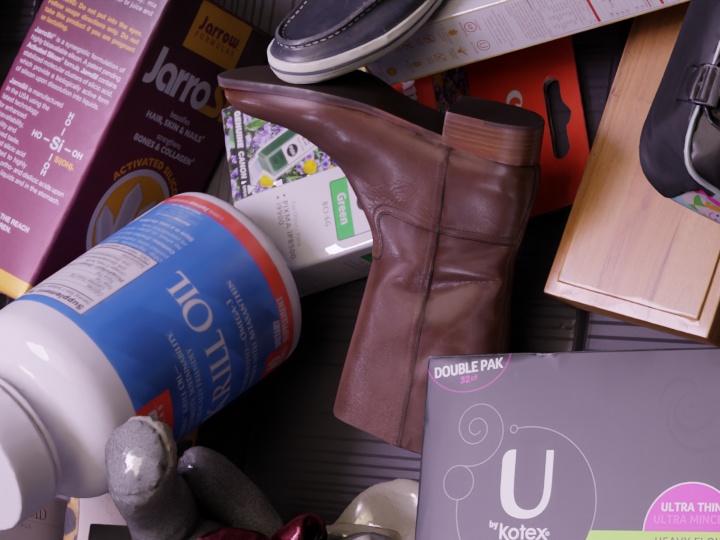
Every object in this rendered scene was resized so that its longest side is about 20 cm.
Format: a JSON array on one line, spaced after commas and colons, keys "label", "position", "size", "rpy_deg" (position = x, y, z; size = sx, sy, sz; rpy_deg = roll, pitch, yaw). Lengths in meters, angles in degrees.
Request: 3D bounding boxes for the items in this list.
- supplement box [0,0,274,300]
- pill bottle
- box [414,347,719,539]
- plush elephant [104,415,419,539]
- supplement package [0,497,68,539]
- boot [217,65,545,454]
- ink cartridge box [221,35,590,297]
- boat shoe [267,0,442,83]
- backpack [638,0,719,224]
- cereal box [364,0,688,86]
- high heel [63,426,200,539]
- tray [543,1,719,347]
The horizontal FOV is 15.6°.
[{"label": "supplement box", "position": [-0.147, -0.074, 1.505], "size": [0.086, 0.110, 0.200], "rpy_deg": [26, 91, 32]}, {"label": "pill bottle", "position": [-0.134, 0.051, 1.385], "size": [0.112, 0.112, 0.200], "rpy_deg": [25, 46, 33]}, {"label": "box", "position": [0.142, 0.120, 1.274], "size": [0.200, 0.124, 0.149], "rpy_deg": [-3, 76, 31]}, {"label": "plush elephant", "position": [-0.034, 0.170, 1.353], "size": [0.155, 0.200, 0.165], "rpy_deg": [-8, 70, 6]}, {"label": "supplement package", "position": [-0.232, 0.224, 1.468], "size": [0.120, 0.121, 0.200], "rpy_deg": [-7, 74, 29]}, {"label": "boot", "position": [0.000, 0.000, 1.382], "size": [0.186, 0.064, 0.200], "rpy_deg": [15, 110, 21]}, {"label": "ink cartridge box", "position": [0.024, -0.064, 1.436], "size": [0.200, 0.050, 0.109], "rpy_deg": [-18, 68, 26]}, {"label": "boat shoe", "position": [0.024, -0.173, 1.359], "size": [0.200, 0.062, 0.075], "rpy_deg": [-41, 36, -10]}, {"label": "backpack", "position": [0.245, -0.082, 1.242], "size": [0.200, 0.151, 0.178], "rpy_deg": [20, 87, -6]}, {"label": "cereal box", "position": [0.100, -0.177, 1.391], "size": [0.200, 0.040, 0.144], "rpy_deg": [-15, 37, 27]}, {"label": "high heel", "position": [-0.135, 0.134, 1.483], "size": [0.071, 0.143, 0.200], "rpy_deg": [11, 46, -2]}, {"label": "tray", "position": [0.173, -0.068, 1.359], "size": [0.099, 0.037, 0.200], "rpy_deg": [16, 84, 33]}]
